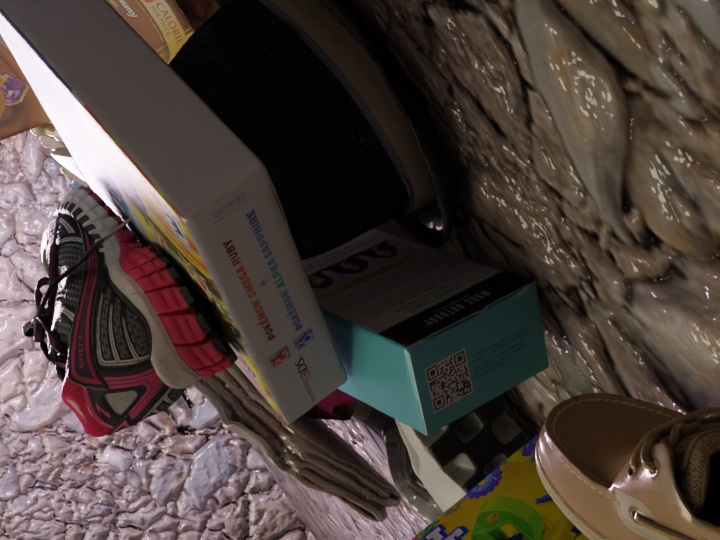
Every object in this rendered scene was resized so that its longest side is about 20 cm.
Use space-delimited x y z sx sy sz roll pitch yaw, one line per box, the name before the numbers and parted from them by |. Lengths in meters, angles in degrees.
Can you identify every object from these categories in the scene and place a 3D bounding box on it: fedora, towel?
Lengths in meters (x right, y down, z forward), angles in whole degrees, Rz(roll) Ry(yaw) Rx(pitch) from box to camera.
fedora | -0.042 -0.074 0.664 0.201 0.092 0.201 50 167 16
towel | -0.064 0.107 0.948 0.132 0.035 0.200 39 179 -44

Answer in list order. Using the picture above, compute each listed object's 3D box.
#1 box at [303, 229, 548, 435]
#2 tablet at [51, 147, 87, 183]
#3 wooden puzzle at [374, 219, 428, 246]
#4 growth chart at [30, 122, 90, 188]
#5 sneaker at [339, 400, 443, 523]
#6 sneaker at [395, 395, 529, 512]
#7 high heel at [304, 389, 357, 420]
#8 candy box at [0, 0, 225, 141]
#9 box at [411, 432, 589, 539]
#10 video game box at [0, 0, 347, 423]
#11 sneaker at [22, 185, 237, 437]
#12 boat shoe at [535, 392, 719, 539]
box | 0.003 0.021 0.698 0.200 0.082 0.049 21 130 54
tablet | -0.100 -0.022 0.855 0.200 0.014 0.130 36 165 -33
wooden puzzle | 0.000 0.000 0.852 0.185 0.037 0.200 48 167 25
growth chart | -0.144 -0.042 0.919 0.144 0.018 0.200 14 157 18
sneaker | 0.052 0.129 0.965 0.200 0.078 0.099 51 179 39
sneaker | 0.081 0.136 0.830 0.200 0.074 0.088 61 163 -17
high heel | 0.000 0.068 0.852 0.096 0.068 0.200 31 167 -22
candy box | -0.186 -0.159 0.793 0.200 0.057 0.117 -16 119 29
box | 0.103 0.194 0.609 0.122 0.200 0.193 58 168 -26
video game box | -0.094 -0.042 0.625 0.200 0.047 0.182 46 168 32
sneaker | -0.132 0.015 0.646 0.081 0.075 0.200 58 168 -24
boat shoe | 0.138 0.082 0.495 0.200 0.071 0.065 23 142 53
